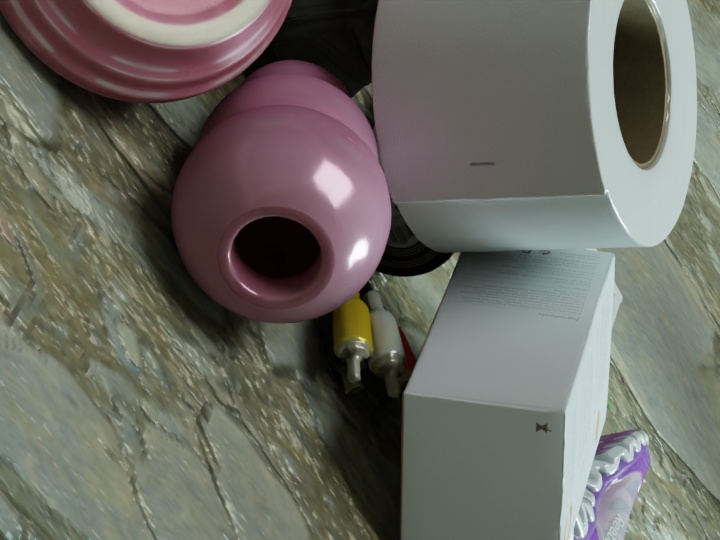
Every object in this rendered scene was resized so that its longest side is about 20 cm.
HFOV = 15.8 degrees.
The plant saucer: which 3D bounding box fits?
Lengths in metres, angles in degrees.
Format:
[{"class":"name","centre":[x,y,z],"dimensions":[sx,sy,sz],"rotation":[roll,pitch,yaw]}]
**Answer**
[{"class":"plant saucer","centre":[-0.115,-0.196,1.452],"dimensions":[0.200,0.051,0.201],"rotation":[3,84,-30]}]

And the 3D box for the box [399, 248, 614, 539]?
[{"class":"box","centre":[0.091,0.082,1.575],"dimensions":[0.200,0.097,0.125],"rotation":[-64,158,-60]}]

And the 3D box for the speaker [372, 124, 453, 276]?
[{"class":"speaker","centre":[0.044,-0.078,1.720],"dimensions":[0.081,0.081,0.200],"rotation":[53,27,-18]}]

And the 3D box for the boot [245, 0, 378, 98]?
[{"class":"boot","centre":[-0.032,-0.198,1.637],"dimensions":[0.201,0.130,0.068],"rotation":[62,25,0]}]

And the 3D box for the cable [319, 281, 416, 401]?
[{"class":"cable","centre":[0.000,0.000,1.595],"dimensions":[0.097,0.050,0.201],"rotation":[31,41,-50]}]

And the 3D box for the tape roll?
[{"class":"tape roll","centre":[0.108,-0.112,1.569],"dimensions":[0.203,0.139,0.204],"rotation":[-1,90,-64]}]

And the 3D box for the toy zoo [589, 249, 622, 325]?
[{"class":"toy zoo","centre":[0.139,0.002,1.885],"dimensions":[0.131,0.020,0.200],"rotation":[55,26,-15]}]

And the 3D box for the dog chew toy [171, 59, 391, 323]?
[{"class":"dog chew toy","centre":[-0.044,-0.057,1.503],"dimensions":[0.125,0.124,0.200],"rotation":[50,20,-23]}]

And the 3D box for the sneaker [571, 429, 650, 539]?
[{"class":"sneaker","centre":[0.142,0.170,1.675],"dimensions":[0.089,0.080,0.200],"rotation":[65,30,-10]}]
